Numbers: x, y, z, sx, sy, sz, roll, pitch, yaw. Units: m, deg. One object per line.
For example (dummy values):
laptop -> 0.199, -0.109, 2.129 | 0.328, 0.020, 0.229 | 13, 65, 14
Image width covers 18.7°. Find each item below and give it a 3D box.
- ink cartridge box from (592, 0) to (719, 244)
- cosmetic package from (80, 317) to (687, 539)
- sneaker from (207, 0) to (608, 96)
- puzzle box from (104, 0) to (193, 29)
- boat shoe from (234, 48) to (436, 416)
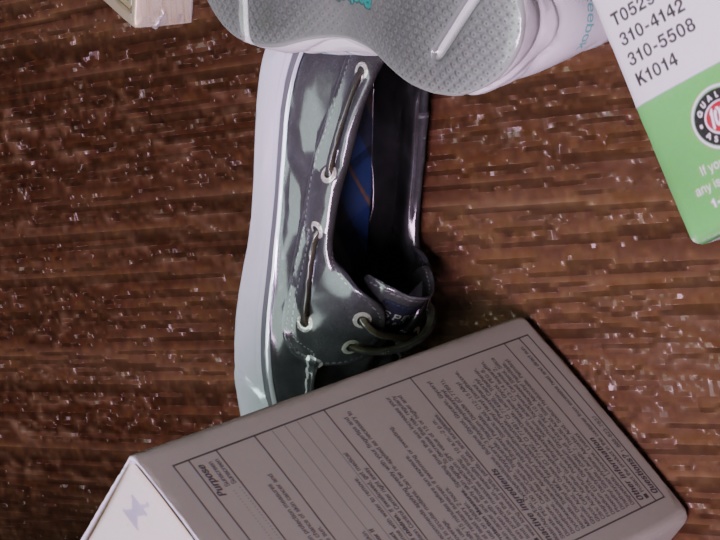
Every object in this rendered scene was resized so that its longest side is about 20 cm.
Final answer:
ink cartridge box -> 0.133, -0.130, 0.650 | 0.146, 0.084, 0.201 | -29, 81, 44
cosmetic package -> 0.009, 0.095, 0.751 | 0.104, 0.199, 0.073 | 51, 132, 22
sneaker -> 0.012, -0.107, 0.780 | 0.200, 0.080, 0.071 | 28, 119, 44
puzzle box -> -0.097, -0.208, 0.840 | 0.133, 0.025, 0.201 | 41, 134, 54
boat shoe -> 0.000, 0.000, 0.834 | 0.066, 0.070, 0.201 | 12, 102, 43
